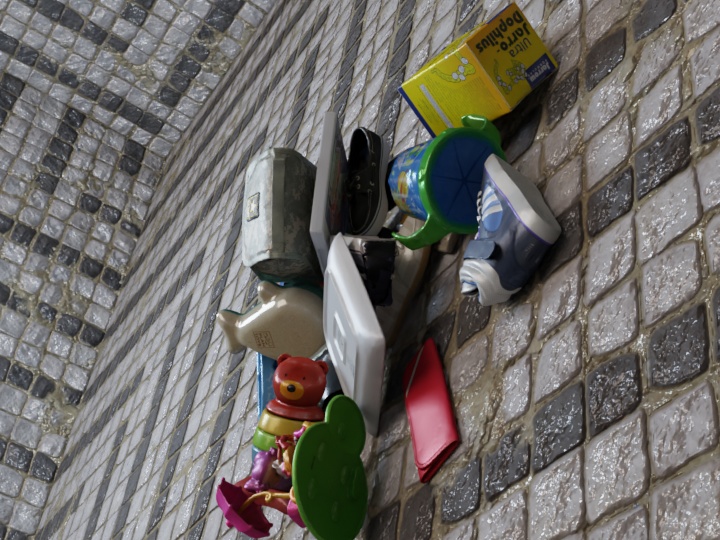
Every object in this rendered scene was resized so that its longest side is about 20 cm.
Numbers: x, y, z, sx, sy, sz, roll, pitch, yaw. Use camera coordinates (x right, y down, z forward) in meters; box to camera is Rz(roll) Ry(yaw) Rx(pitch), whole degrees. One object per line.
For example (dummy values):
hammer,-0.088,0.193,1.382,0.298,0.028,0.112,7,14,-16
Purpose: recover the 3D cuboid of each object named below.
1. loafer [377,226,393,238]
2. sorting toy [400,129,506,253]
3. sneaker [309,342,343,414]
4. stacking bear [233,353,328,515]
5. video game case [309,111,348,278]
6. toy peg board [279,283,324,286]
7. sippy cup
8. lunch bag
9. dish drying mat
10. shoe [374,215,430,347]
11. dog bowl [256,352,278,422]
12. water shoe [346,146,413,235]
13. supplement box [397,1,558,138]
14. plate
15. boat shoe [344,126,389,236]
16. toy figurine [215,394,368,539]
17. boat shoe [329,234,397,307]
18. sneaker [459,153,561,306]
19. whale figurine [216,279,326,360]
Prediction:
loafer,0.019,-0.029,1.698,0.068,0.070,0.201,-56,15,16
sorting toy,0.122,-0.120,1.613,0.187,0.036,0.200,-65,19,-4
sneaker,-0.067,0.191,1.638,0.201,0.074,0.107,-51,24,31
stacking bear,-0.095,0.219,1.543,0.114,0.120,0.203,-4,-75,-73
video game case,-0.042,-0.100,1.662,0.183,0.023,0.203,76,-163,-62
toy peg board,-0.086,0.002,1.898,0.200,0.097,0.200,-58,19,14
sippy cup,0.107,-0.117,1.476,0.176,0.142,0.130,-23,13,-27
lunch bag,-0.113,-0.078,1.649,0.200,0.116,0.167,62,-151,-76
dish drying mat,0.082,0.167,1.372,0.077,0.018,0.201,-53,21,24
shoe,0.048,0.007,1.569,0.070,0.053,0.203,21,93,64
dog bowl,-0.139,0.159,1.789,0.112,0.049,0.203,112,157,-66
water shoe,0.025,-0.120,1.752,0.200,0.072,0.079,-41,8,27
supplement box,0.159,-0.268,1.554,0.109,0.110,0.199,-42,10,-25
plate,-0.015,0.088,1.479,0.201,0.032,0.201,95,160,-45
boat shoe,0.002,-0.131,1.693,0.068,0.056,0.202,-27,44,36
toy figurine,-0.100,0.264,1.431,0.182,0.150,0.202,-17,41,32
boat shoe,0.000,0.000,1.536,0.200,0.074,0.094,-161,73,-78
sneaker,0.157,-0.043,1.356,0.147,0.080,0.201,-51,27,18
whale figurine,-0.119,0.079,1.709,0.197,0.161,0.104,-7,26,26
